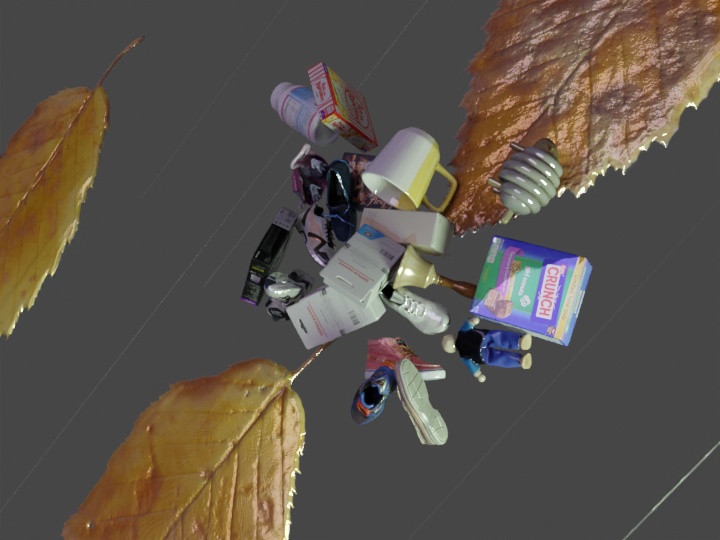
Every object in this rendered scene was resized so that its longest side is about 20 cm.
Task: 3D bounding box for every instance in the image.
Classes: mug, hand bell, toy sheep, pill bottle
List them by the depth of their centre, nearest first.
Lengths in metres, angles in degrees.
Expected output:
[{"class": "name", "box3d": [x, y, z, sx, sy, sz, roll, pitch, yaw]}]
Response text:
[{"class": "toy sheep", "box3d": [0.343, -0.184, 1.615, 0.137, 0.138, 0.202, 31, 90, 35]}, {"class": "hand bell", "box3d": [0.179, 0.024, 1.673, 0.198, 0.104, 0.105, 21, 87, 5]}, {"class": "mug", "box3d": [0.113, -0.225, 1.761, 0.149, 0.186, 0.154, 17, 70, 51]}, {"class": "pill bottle", "box3d": [-0.141, -0.406, 2.001, 0.200, 0.108, 0.109, 39, 98, 35]}]

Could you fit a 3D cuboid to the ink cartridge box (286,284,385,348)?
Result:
[{"class": "ink cartridge box", "box3d": [-0.058, 0.088, 1.794, 0.198, 0.067, 0.117, -25, 98, 25]}]

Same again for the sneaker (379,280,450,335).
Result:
[{"class": "sneaker", "box3d": [0.109, 0.080, 1.715, 0.199, 0.087, 0.075, 28, 92, 34]}]

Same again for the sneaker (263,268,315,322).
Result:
[{"class": "sneaker", "box3d": [-0.188, 0.072, 1.853, 0.079, 0.199, 0.131, 29, 105, 8]}]

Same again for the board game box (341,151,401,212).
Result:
[{"class": "board game box", "box3d": [0.028, -0.207, 1.880, 0.198, 0.034, 0.137, 13, 83, 35]}]

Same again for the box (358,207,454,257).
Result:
[{"class": "box", "box3d": [0.103, -0.087, 1.763, 0.198, 0.095, 0.079, 7, 79, 35]}]

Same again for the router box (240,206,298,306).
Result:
[{"class": "router box", "box3d": [-0.218, -0.034, 1.874, 0.051, 0.201, 0.150, 23, 134, 0]}]

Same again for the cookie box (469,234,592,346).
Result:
[{"class": "cookie box", "box3d": [0.343, 0.038, 1.576, 0.198, 0.075, 0.173, 16, 85, 30]}]

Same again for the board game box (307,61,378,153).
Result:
[{"class": "board game box", "box3d": [-0.041, -0.389, 1.877, 0.046, 0.199, 0.153, -26, 64, 23]}]

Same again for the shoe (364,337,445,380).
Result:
[{"class": "shoe", "box3d": [0.094, 0.192, 1.700, 0.198, 0.071, 0.092, -5, 79, 36]}]

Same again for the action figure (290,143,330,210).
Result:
[{"class": "action figure", "box3d": [-0.141, -0.234, 1.928, 0.134, 0.149, 0.200, -47, 24, 1]}]

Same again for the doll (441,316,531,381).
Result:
[{"class": "doll", "box3d": [0.253, 0.163, 1.615, 0.198, 0.048, 0.139, 5, 103, 37]}]

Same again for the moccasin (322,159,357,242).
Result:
[{"class": "moccasin", "box3d": [-0.058, -0.159, 1.846, 0.079, 0.068, 0.203, -1, 112, 24]}]

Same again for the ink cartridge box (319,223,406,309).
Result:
[{"class": "ink cartridge box", "box3d": [0.000, 0.000, 1.677, 0.115, 0.200, 0.067, 32, 137, 12]}]

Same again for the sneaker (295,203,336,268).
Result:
[{"class": "sneaker", "box3d": [-0.095, -0.081, 1.901, 0.080, 0.074, 0.201, -40, 59, 14]}]

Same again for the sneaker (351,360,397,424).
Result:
[{"class": "sneaker", "box3d": [0.019, 0.272, 1.682, 0.075, 0.078, 0.201, 39, 134, 14]}]

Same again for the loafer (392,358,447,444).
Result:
[{"class": "loafer", "box3d": [0.110, 0.279, 1.621, 0.062, 0.072, 0.202, -21, 103, 35]}]
